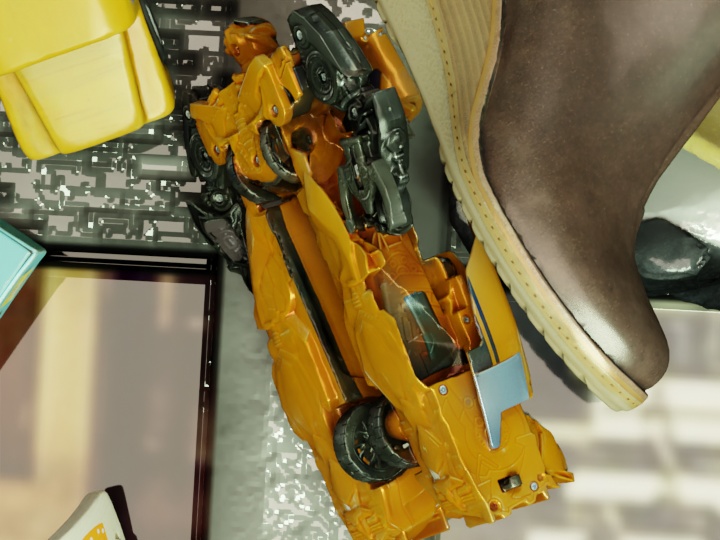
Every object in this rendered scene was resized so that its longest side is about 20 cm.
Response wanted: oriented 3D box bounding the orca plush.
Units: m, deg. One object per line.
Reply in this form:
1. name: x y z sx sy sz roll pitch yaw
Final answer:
1. orca plush: 0.136 -0.023 0.956 0.199 0.071 0.105 -22 42 -8

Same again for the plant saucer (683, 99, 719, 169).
1. plant saucer: 0.110 -0.161 0.943 0.200 0.048 0.200 30 89 14

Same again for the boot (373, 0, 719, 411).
1. boot: 0.106 -0.071 0.869 0.166 0.072 0.200 -28 74 10

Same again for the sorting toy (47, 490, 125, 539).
1. sorting toy: -0.161 0.205 0.944 0.199 0.107 0.181 -18 106 2

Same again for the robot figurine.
1. robot figurine: 0.000 0.000 0.922 0.058 0.145 0.201 -19 86 -32

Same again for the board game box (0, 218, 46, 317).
1. board game box: -0.243 -0.002 0.957 0.200 0.047 0.151 35 90 -3

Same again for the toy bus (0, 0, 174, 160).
1. toy bus: -0.128 -0.139 0.930 0.065 0.078 0.201 -19 105 1
